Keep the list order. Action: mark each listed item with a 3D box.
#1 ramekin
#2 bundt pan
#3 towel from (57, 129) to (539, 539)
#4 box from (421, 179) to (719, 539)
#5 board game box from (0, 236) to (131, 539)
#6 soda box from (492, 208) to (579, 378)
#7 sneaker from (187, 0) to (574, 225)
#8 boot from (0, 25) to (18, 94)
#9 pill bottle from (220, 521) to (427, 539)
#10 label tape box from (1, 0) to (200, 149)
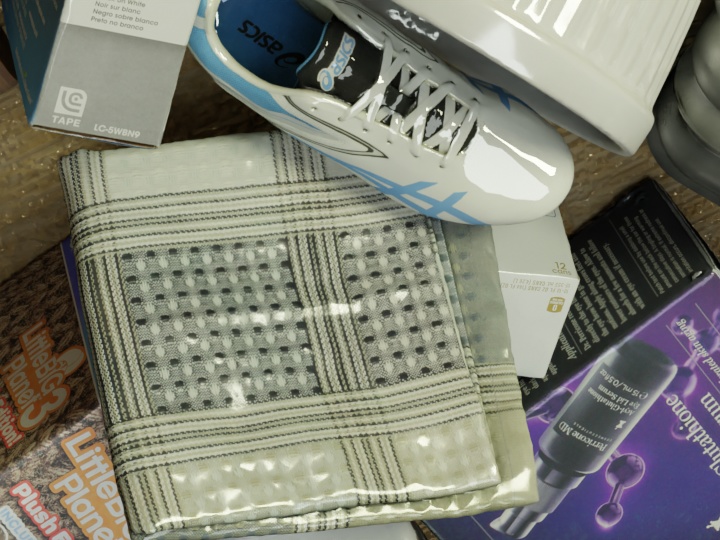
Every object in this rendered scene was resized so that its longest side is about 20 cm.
[{"bbox_3d":[0.063,-0.145,1.190,0.200,0.200,0.105,30,92,-26],"label":"ramekin"},{"bbox_3d":[0.190,-0.124,1.241,0.075,0.202,0.203,21,112,-5],"label":"bundt pan"},{"bbox_3d":[-0.025,0.024,1.200,0.199,0.194,0.035,-4,154,-19],"label":"towel"},{"bbox_3d":[0.126,0.079,1.381,0.200,0.104,0.148,-39,121,8],"label":"box"},{"bbox_3d":[-0.173,0.100,1.284,0.199,0.160,0.097,-35,120,5],"label":"board game box"},{"bbox_3d":[0.000,0.000,1.289,0.199,0.064,0.068,6,129,-13],"label":"soda box"},{"bbox_3d":[0.006,-0.078,1.189,0.199,0.072,0.072,28,91,-5],"label":"sneaker"},{"bbox_3d":[-0.263,-0.122,1.192,0.154,0.074,0.201,-26,119,6],"label":"boot"},{"bbox_3d":[-0.015,0.157,1.336,0.105,0.200,0.107,-1,81,4],"label":"pill bottle"},{"bbox_3d":[-0.101,-0.175,1.158,0.063,0.144,0.201,9,116,-18],"label":"label tape box"}]
